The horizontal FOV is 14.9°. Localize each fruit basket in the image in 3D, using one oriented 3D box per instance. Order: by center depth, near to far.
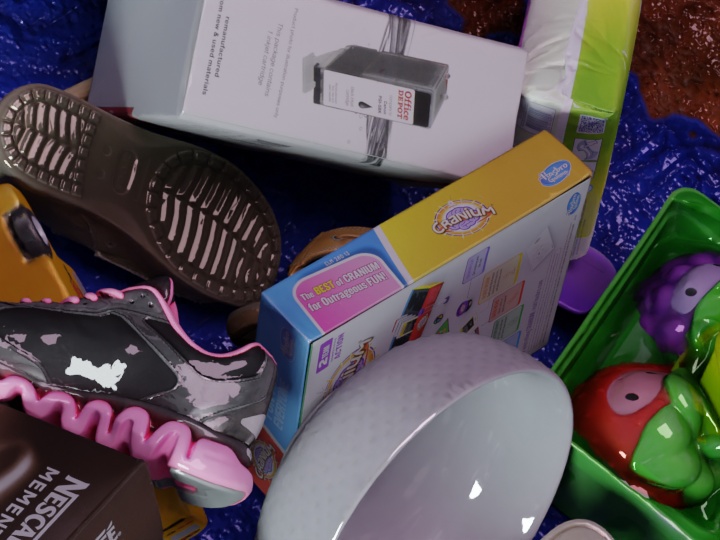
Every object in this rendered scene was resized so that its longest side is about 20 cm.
[{"bbox_3d":[0.202,0.053,1.531,0.155,0.216,0.216,39,54,-2],"label":"fruit basket"}]

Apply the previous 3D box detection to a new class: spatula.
[{"bbox_3d":[0.085,0.044,1.588,0.056,0.021,0.200,31,56,12],"label":"spatula"}]

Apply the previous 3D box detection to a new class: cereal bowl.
[{"bbox_3d":[0.016,0.113,1.429,0.083,0.200,0.200,36,50,29],"label":"cereal bowl"}]

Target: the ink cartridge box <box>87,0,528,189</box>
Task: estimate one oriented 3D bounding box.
[{"bbox_3d":[-0.030,-0.104,1.518,0.200,0.147,0.083,12,88,-27],"label":"ink cartridge box"}]

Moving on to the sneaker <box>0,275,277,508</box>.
[{"bbox_3d":[-0.131,0.040,1.354,0.200,0.079,0.096,23,77,6],"label":"sneaker"}]

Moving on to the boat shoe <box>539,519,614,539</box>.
[{"bbox_3d":[0.057,0.200,1.427,0.200,0.057,0.067,-31,74,-30],"label":"boat shoe"}]

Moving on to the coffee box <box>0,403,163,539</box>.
[{"bbox_3d":[-0.205,0.121,1.316,0.200,0.080,0.113,19,47,29],"label":"coffee box"}]

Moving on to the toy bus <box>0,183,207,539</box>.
[{"bbox_3d":[-0.156,0.057,1.427,0.065,0.078,0.200,-30,77,3],"label":"toy bus"}]

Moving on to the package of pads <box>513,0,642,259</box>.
[{"bbox_3d":[0.124,-0.124,1.618,0.068,0.155,0.200,12,54,4],"label":"package of pads"}]

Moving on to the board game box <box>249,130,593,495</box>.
[{"bbox_3d":[0.029,0.027,1.480,0.200,0.153,0.040,-30,60,-29],"label":"board game box"}]

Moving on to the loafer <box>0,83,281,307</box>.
[{"bbox_3d":[-0.128,-0.042,1.500,0.200,0.068,0.076,33,70,-31],"label":"loafer"}]

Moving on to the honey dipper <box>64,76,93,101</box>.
[{"bbox_3d":[-0.119,-0.123,1.578,0.200,0.038,0.038,-27,77,-31],"label":"honey dipper"}]

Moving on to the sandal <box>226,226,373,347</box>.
[{"bbox_3d":[0.000,0.000,1.538,0.200,0.080,0.054,-20,84,-38],"label":"sandal"}]
